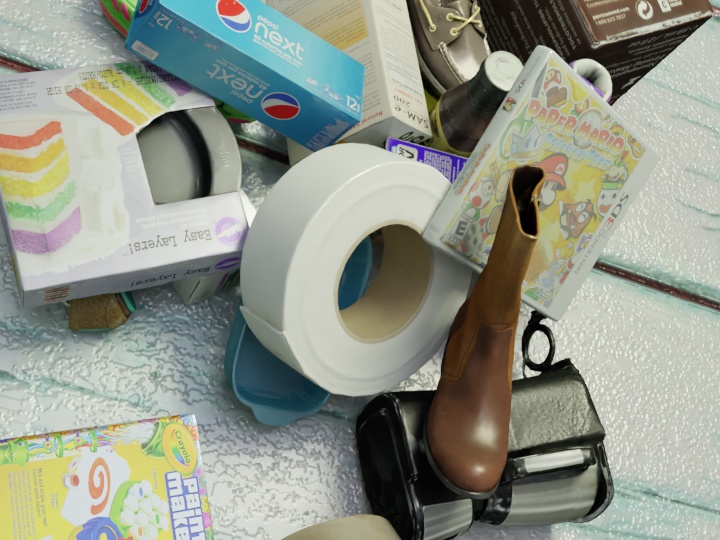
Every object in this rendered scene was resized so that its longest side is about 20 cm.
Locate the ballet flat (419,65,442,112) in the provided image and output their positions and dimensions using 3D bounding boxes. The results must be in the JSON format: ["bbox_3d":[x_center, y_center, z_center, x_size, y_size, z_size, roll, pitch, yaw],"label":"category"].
[{"bbox_3d":[0.061,-0.231,1.057,0.066,0.067,0.201,-24,80,-28],"label":"ballet flat"}]

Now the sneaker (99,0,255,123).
[{"bbox_3d":[-0.161,-0.225,0.969,0.200,0.077,0.084,46,66,0],"label":"sneaker"}]

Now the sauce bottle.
[{"bbox_3d":[0.096,-0.140,0.961,0.065,0.200,0.067,7,66,-16],"label":"sauce bottle"}]

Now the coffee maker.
[{"bbox_3d":[0.100,0.149,0.909,0.198,0.136,0.193,-3,46,-22],"label":"coffee maker"}]

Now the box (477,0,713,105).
[{"bbox_3d":[0.221,-0.269,1.055,0.164,0.200,0.166,-19,78,-25],"label":"box"}]

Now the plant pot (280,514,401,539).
[{"bbox_3d":[-0.005,0.294,0.781,0.198,0.201,0.175,-6,57,-22],"label":"plant pot"}]

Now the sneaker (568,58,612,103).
[{"bbox_3d":[0.162,-0.120,0.905,0.072,0.114,0.201,36,57,-1],"label":"sneaker"}]

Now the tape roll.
[{"bbox_3d":[0.000,0.000,0.840,0.201,0.071,0.205,-17,118,-34],"label":"tape roll"}]

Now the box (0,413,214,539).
[{"bbox_3d":[-0.209,0.229,0.753,0.190,0.122,0.202,-5,71,-21],"label":"box"}]

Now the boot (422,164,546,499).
[{"bbox_3d":[0.109,0.048,0.768,0.068,0.201,0.189,18,41,2],"label":"boot"}]

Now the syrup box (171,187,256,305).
[{"bbox_3d":[-0.168,-0.078,0.909,0.081,0.079,0.201,-30,83,-27],"label":"syrup box"}]

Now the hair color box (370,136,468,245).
[{"bbox_3d":[0.097,-0.056,0.980,0.198,0.109,0.066,14,65,-14],"label":"hair color box"}]

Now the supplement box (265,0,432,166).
[{"bbox_3d":[-0.014,-0.205,0.980,0.073,0.125,0.202,15,61,-53],"label":"supplement box"}]

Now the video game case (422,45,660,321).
[{"bbox_3d":[0.163,-0.066,0.873,0.199,0.023,0.183,28,95,-42],"label":"video game case"}]

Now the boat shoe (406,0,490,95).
[{"bbox_3d":[0.086,-0.254,1.003,0.071,0.060,0.202,-16,74,-26],"label":"boat shoe"}]

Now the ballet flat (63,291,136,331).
[{"bbox_3d":[-0.261,-0.037,0.877,0.072,0.068,0.202,-21,82,-6],"label":"ballet flat"}]

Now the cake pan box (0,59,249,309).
[{"bbox_3d":[-0.197,-0.078,0.826,0.198,0.052,0.186,-10,77,-23],"label":"cake pan box"}]

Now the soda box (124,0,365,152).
[{"bbox_3d":[-0.092,-0.180,0.852,0.199,0.064,0.068,27,51,-29],"label":"soda box"}]

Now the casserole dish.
[{"bbox_3d":[-0.058,0.035,0.886,0.120,0.039,0.202,18,87,-42],"label":"casserole dish"}]
